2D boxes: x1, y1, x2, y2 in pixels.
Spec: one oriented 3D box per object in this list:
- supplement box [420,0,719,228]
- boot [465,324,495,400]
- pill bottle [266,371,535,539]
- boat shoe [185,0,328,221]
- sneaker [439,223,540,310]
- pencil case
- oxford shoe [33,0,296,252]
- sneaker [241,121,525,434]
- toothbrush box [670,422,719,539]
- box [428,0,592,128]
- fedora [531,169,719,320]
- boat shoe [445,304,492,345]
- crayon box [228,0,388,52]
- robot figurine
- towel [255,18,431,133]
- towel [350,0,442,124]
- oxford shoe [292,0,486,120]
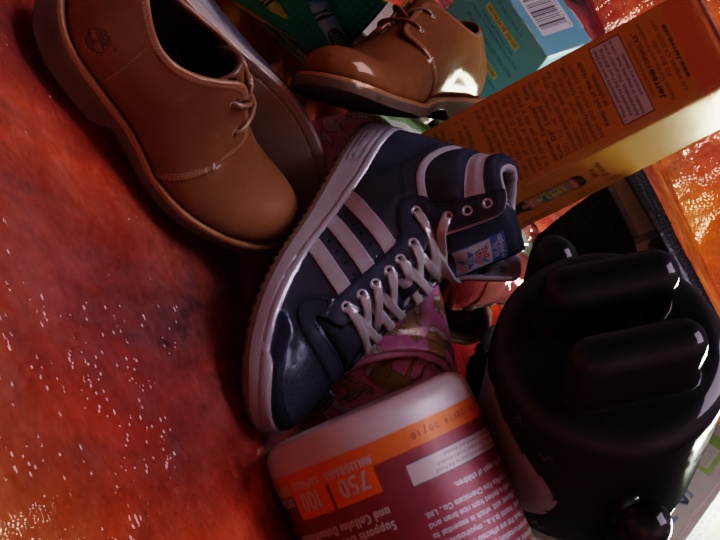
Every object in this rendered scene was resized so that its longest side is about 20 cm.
[{"bbox_3d":[0.120,-0.080,1.036,0.069,0.200,0.067,66,14,22],"label":"supplement box"},{"bbox_3d":[0.133,0.094,1.343,0.168,0.200,0.076,-13,55,-40],"label":"boot"},{"bbox_3d":[0.039,0.162,0.915,0.200,0.113,0.113,67,16,3],"label":"pill bottle"},{"bbox_3d":[-0.079,-0.112,0.998,0.200,0.073,0.063,51,25,-31],"label":"boat shoe"},{"bbox_3d":[0.076,-0.008,1.181,0.074,0.087,0.200,45,0,31],"label":"sneaker"},{"bbox_3d":[0.000,0.000,1.061,0.083,0.086,0.200,78,1,-52],"label":"pencil case"},{"bbox_3d":[-0.078,-0.076,0.914,0.200,0.071,0.072,48,33,-46],"label":"oxford shoe"},{"bbox_3d":[0.019,0.006,0.954,0.070,0.108,0.200,72,36,-50],"label":"sneaker"},{"bbox_3d":[0.198,0.137,1.237,0.145,0.086,0.200,35,-5,28],"label":"toothbrush box"},{"bbox_3d":[0.076,-0.133,1.288,0.049,0.200,0.082,-22,74,-37],"label":"box"},{"bbox_3d":[0.166,0.025,1.112,0.201,0.091,0.201,61,9,-17],"label":"fedora"},{"bbox_3d":[0.046,-0.005,1.237,0.200,0.074,0.069,41,24,-57],"label":"boat shoe"},{"bbox_3d":[-0.079,-0.220,1.048,0.200,0.058,0.119,30,34,-27],"label":"crayon box"},{"bbox_3d":[0.121,0.071,0.948,0.200,0.124,0.150,95,20,-57],"label":"robot figurine"},{"bbox_3d":[0.011,-0.119,1.229,0.200,0.023,0.152,47,13,22],"label":"towel"},{"bbox_3d":[-0.018,-0.170,1.181,0.200,0.035,0.133,36,18,-10],"label":"towel"},{"bbox_3d":[0.019,-0.123,1.041,0.200,0.071,0.072,-14,115,-66],"label":"oxford shoe"}]
